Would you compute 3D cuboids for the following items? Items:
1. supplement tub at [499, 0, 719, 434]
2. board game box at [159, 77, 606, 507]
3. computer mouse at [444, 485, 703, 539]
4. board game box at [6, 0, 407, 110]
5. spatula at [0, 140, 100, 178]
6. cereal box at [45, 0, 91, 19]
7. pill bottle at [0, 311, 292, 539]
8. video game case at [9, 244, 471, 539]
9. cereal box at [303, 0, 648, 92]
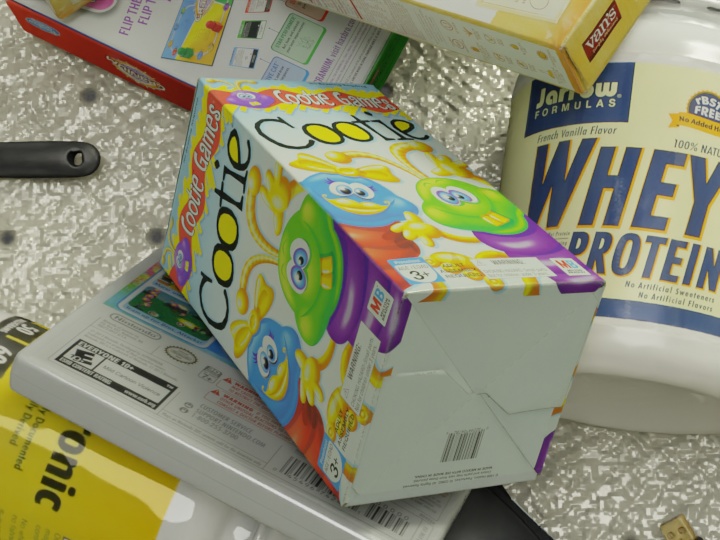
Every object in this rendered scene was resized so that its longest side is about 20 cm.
[{"bbox_3d":[0.139,-0.032,0.712,0.144,0.145,0.201,8,74,4],"label":"supplement tub"},{"bbox_3d":[0.000,0.000,0.659,0.104,0.103,0.200,-3,31,-32],"label":"board game box"},{"bbox_3d":[0.098,0.148,0.712,0.140,0.046,0.200,-33,75,-6],"label":"computer mouse"},{"bbox_3d":[-0.070,-0.163,0.806,0.199,0.040,0.154,27,76,9],"label":"board game box"},{"bbox_3d":[-0.242,-0.062,0.799,0.199,0.021,0.057,0,86,0],"label":"spatula"},{"bbox_3d":[-0.114,-0.212,0.688,0.144,0.200,0.040,-34,75,-8],"label":"cereal box"},{"bbox_3d":[-0.111,0.104,0.700,0.199,0.111,0.112,21,75,7],"label":"pill bottle"},{"bbox_3d":[-0.035,0.056,0.692,0.199,0.182,0.024,26,117,9],"label":"video game case"},{"bbox_3d":[0.061,-0.176,0.707,0.200,0.040,0.144,26,74,37],"label":"cereal box"}]
